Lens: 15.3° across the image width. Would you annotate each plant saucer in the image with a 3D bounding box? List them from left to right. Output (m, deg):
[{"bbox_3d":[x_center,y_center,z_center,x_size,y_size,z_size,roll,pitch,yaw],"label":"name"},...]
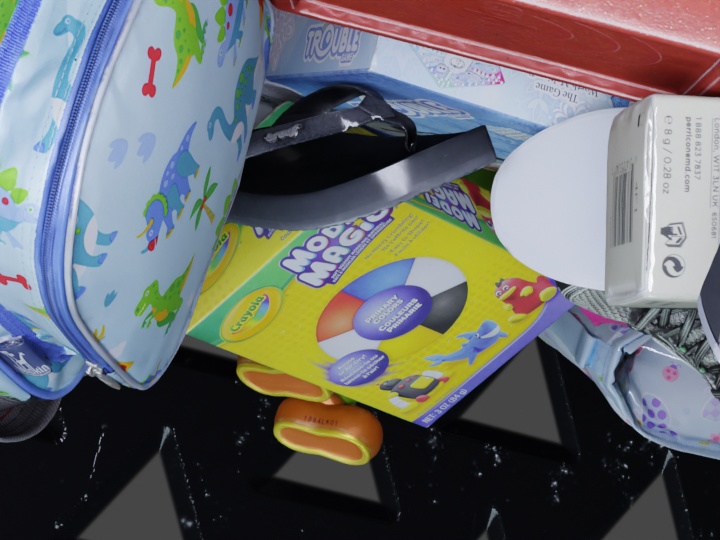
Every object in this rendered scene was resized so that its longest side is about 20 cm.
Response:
[{"bbox_3d":[0.048,-0.093,0.866,0.199,0.037,0.200,14,178,1],"label":"plant saucer"}]

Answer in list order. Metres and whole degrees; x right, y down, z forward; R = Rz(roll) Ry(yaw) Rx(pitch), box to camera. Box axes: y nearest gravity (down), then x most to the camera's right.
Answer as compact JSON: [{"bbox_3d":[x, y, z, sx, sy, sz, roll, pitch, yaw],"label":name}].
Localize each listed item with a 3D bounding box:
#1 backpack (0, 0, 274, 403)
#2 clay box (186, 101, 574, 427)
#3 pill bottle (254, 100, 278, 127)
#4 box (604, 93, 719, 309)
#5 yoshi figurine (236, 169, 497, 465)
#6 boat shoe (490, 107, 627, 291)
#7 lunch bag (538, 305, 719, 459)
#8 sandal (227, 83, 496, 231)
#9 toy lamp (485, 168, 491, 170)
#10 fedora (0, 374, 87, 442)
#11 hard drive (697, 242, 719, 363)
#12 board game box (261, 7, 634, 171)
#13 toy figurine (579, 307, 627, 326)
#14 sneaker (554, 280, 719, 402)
[{"bbox_3d":[-0.120,-0.062,0.867,0.146,0.184,0.200,14,167,22],"label":"backpack"},{"bbox_3d":[0.000,0.000,1.224,0.199,0.115,0.048,22,-145,-45],"label":"clay box"},{"bbox_3d":[-0.066,-0.062,1.338,0.113,0.115,0.200,15,177,-17],"label":"pill bottle"},{"bbox_3d":[0.185,-0.018,0.895,0.198,0.069,0.082,3,178,-3],"label":"box"},{"bbox_3d":[0.019,-0.005,1.372,0.112,0.201,0.112,30,148,-12],"label":"yoshi figurine"},{"bbox_3d":[0.151,-0.029,1.031,0.199,0.072,0.068,-8,170,23],"label":"boat shoe"},{"bbox_3d":[0.200,0.033,1.584,0.199,0.128,0.170,9,-165,-21],"label":"lunch bag"},{"bbox_3d":[-0.032,-0.048,1.071,0.199,0.043,0.076,1,-159,46],"label":"sandal"},{"bbox_3d":[0.113,-0.048,1.306,0.199,0.059,0.058,17,178,8],"label":"toy lamp"},{"bbox_3d":[-0.153,-0.024,1.248,0.090,0.201,0.177,-14,145,19],"label":"fedora"},{"bbox_3d":[0.197,-0.008,0.802,0.199,0.136,0.042,17,-171,-29],"label":"hard drive"},{"bbox_3d":[0.060,-0.073,1.148,0.198,0.044,0.200,17,177,-20],"label":"board game box"},{"bbox_3d":[0.193,-0.005,1.420,0.183,0.151,0.200,28,-158,-1],"label":"toy figurine"},{"bbox_3d":[0.177,0.024,1.249,0.199,0.086,0.078,17,152,-25],"label":"sneaker"}]
